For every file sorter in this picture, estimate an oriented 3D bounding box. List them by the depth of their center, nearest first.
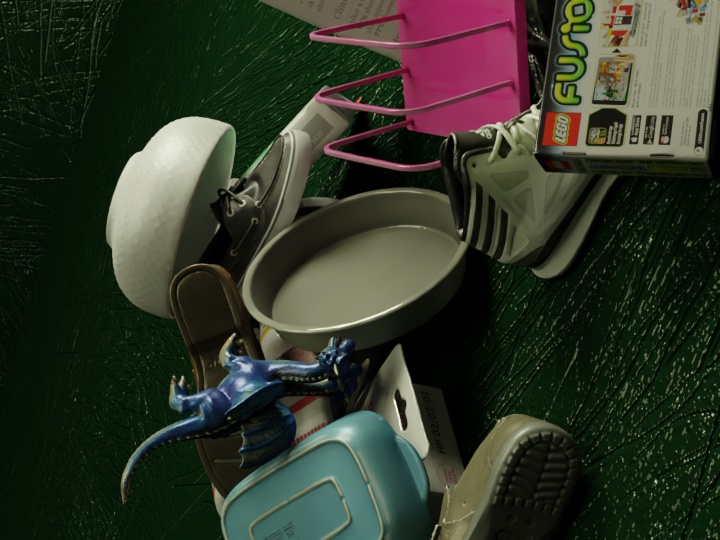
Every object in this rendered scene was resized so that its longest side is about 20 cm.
[{"bbox_3d":[0.037,-0.188,0.874,0.139,0.125,0.200,18,121,48],"label":"file sorter"}]

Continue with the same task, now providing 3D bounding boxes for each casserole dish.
[{"bbox_3d":[-0.035,0.185,0.830,0.200,0.039,0.121,-36,68,32],"label":"casserole dish"}]

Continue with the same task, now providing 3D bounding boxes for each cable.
[{"bbox_3d":[0.129,-0.194,0.900,0.097,0.050,0.200,-47,34,42],"label":"cable"}]

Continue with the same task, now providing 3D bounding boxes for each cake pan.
[{"bbox_3d":[0.000,0.000,0.939,0.200,0.200,0.037,-121,9,-58],"label":"cake pan"}]

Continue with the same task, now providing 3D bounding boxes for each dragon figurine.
[{"bbox_3d":[-0.086,0.105,0.829,0.099,0.200,0.059,17,131,40],"label":"dragon figurine"}]

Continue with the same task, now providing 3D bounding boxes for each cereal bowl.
[{"bbox_3d":[-0.189,-0.058,1.080,0.200,0.083,0.200,-162,90,-90],"label":"cereal bowl"}]

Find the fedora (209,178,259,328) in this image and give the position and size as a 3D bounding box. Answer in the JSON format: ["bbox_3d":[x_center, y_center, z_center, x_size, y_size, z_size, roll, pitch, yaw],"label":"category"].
[{"bbox_3d":[-0.133,-0.027,1.239,0.090,0.177,0.200,-39,26,29],"label":"fedora"}]

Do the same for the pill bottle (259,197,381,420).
[{"bbox_3d":[-0.038,0.039,1.048,0.112,0.112,0.200,-49,36,44],"label":"pill bottle"}]

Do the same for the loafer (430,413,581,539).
[{"bbox_3d":[0.087,0.184,0.762,0.200,0.075,0.070,-64,14,13],"label":"loafer"}]

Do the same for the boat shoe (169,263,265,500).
[{"bbox_3d":[-0.104,0.092,0.934,0.068,0.072,0.200,33,-134,-83],"label":"boat shoe"}]

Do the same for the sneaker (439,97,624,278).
[{"bbox_3d":[0.127,-0.095,0.771,0.201,0.115,0.076,-67,25,16],"label":"sneaker"}]

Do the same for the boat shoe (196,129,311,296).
[{"bbox_3d":[-0.111,-0.045,1.036,0.200,0.066,0.070,-60,28,25],"label":"boat shoe"}]

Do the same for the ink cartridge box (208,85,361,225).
[{"bbox_3d":[-0.071,-0.122,1.153,0.161,0.050,0.200,-46,10,14],"label":"ink cartridge box"}]

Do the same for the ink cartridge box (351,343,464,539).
[{"bbox_3d":[0.023,0.168,0.895,0.200,0.068,0.115,-58,30,34],"label":"ink cartridge box"}]

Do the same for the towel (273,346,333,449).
[{"bbox_3d":[-0.061,0.171,0.924,0.144,0.023,0.200,-37,54,41],"label":"towel"}]

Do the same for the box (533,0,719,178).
[{"bbox_3d":[0.181,-0.161,0.719,0.110,0.035,0.200,5,77,25],"label":"box"}]

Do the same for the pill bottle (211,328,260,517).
[{"bbox_3d":[-0.096,0.153,1.101,0.116,0.116,0.200,-61,27,27],"label":"pill bottle"}]

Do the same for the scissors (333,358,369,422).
[{"bbox_3d":[-0.029,0.163,0.914,0.200,0.014,0.073,-58,29,32],"label":"scissors"}]

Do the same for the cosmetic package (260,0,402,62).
[{"bbox_3d":[0.003,-0.309,1.019,0.166,0.200,0.168,-91,25,-66],"label":"cosmetic package"}]
